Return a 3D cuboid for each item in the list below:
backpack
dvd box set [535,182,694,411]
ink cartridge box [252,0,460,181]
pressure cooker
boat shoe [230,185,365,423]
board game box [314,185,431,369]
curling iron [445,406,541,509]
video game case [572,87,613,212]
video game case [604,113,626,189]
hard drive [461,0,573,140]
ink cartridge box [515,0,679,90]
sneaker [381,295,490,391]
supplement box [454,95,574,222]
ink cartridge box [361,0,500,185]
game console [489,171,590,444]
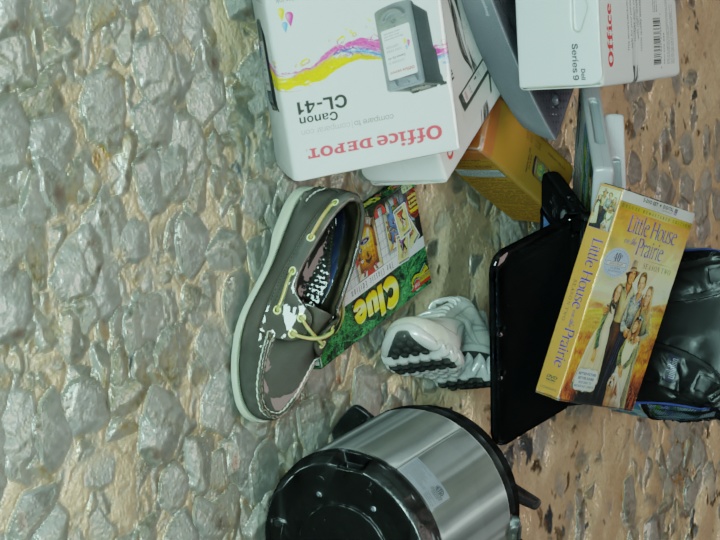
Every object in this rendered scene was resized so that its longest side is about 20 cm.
[{"bbox_3d":[0.326,0.074,2.052,0.147,0.199,0.184,27,68,-58],"label":"backpack"},{"bbox_3d":[0.238,0.028,1.771,0.146,0.029,0.201,14,95,-53],"label":"dvd box set"},{"bbox_3d":[-0.007,-0.187,1.542,0.086,0.147,0.201,-131,-150,-73],"label":"ink cartridge box"},{"bbox_3d":[0.039,0.209,1.615,0.200,0.178,0.177,-25,110,-54],"label":"pressure cooker"},{"bbox_3d":[-0.049,0.028,1.551,0.072,0.060,0.202,23,78,-41],"label":"boat shoe"},{"bbox_3d":[0.000,0.000,1.690,0.200,0.023,0.105,-37,124,-51],"label":"board game box"},{"bbox_3d":[0.114,0.187,1.833,0.200,0.049,0.026,40,25,-38],"label":"curling iron"},{"bbox_3d":[0.228,-0.062,1.890,0.183,0.022,0.201,-88,178,-56],"label":"video game case"},{"bbox_3d":[0.250,-0.037,1.934,0.200,0.023,0.183,82,8,-72],"label":"video game case"},{"bbox_3d":[0.148,-0.230,1.742,0.200,0.042,0.135,60,41,-42],"label":"hard drive"},{"bbox_3d":[0.215,-0.242,1.732,0.200,0.084,0.147,-15,102,-60],"label":"ink cartridge box"},{"bbox_3d":[0.073,0.061,1.773,0.200,0.075,0.081,26,62,-64],"label":"sneaker"},{"bbox_3d":[0.140,-0.109,1.870,0.200,0.069,0.067,34,64,-52],"label":"supplement box"},{"bbox_3d":[0.059,-0.191,1.715,0.200,0.084,0.146,-59,138,-42],"label":"ink cartridge box"},{"bbox_3d":[0.157,0.032,1.805,0.176,0.116,0.201,-115,-160,-61],"label":"game console"}]
